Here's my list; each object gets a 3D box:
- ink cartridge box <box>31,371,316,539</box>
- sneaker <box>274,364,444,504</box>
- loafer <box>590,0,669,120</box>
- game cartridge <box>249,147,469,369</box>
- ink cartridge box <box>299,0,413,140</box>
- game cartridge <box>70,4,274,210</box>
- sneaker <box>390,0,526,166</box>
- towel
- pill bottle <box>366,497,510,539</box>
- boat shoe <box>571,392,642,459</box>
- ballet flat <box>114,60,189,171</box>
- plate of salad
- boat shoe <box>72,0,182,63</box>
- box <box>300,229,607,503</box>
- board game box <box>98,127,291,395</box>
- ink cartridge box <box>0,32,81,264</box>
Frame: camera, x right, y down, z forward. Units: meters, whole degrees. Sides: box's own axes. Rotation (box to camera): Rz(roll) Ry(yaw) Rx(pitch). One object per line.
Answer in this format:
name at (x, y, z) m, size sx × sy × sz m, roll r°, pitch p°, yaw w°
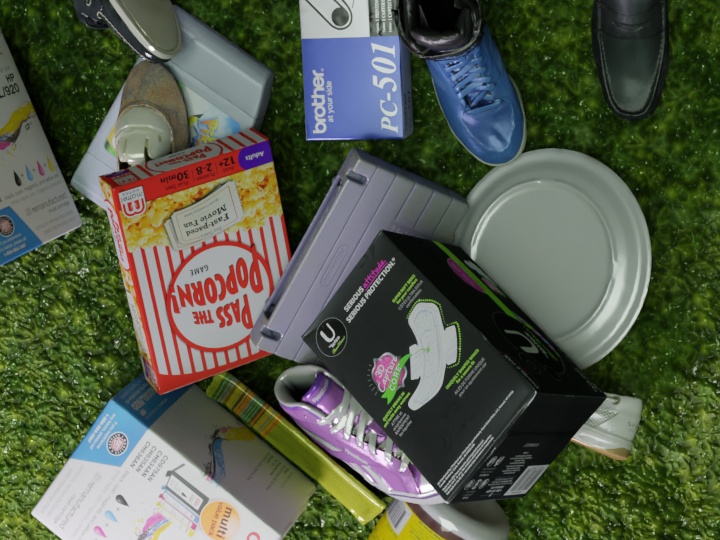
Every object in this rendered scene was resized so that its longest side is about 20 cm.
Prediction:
ink cartridge box at (-0.169, 0.214, 1.564) m, size 0.199 × 0.145 × 0.148 m, roll 38°, pitch 106°, yaw 2°
sneaker at (0.003, 0.141, 1.485) m, size 0.199 × 0.114 × 0.073 m, roll 16°, pitch 69°, yaw 37°
loafer at (0.227, -0.227, 1.421) m, size 0.067 × 0.070 × 0.203 m, roll 0°, pitch 102°, yaw 13°
game cartridge at (0.000, 0.000, 1.508) m, size 0.129 × 0.038 × 0.201 m, roll 20°, pitch 109°, yaw -32°
ink cartridge box at (-0.004, -0.218, 1.489) m, size 0.093 × 0.044 × 0.203 m, roll 0°, pitch 102°, yaw 15°
game cartridge at (-0.169, -0.125, 1.552) m, size 0.133 × 0.040 × 0.201 m, roll 32°, pitch 107°, yaw 1°
sneaker at (0.085, -0.179, 1.442) m, size 0.076 × 0.111 × 0.202 m, roll -16°, pitch 98°, yaw 15°
towel at (-0.062, 0.165, 1.564) m, size 0.199 × 0.086 × 0.018 m, roll 40°, pitch 74°, yaw 2°
pill bottle at (0.046, 0.287, 1.549) m, size 0.109 × 0.109 × 0.201 m, roll 33°, pitch 107°, yaw 4°
boat shoe at (0.159, 0.103, 1.511) m, size 0.198 × 0.071 × 0.070 m, roll 22°, pitch 86°, yaw 14°
ballet flat at (-0.191, -0.086, 1.512) m, size 0.067 × 0.067 × 0.203 m, roll 0°, pitch 102°, yaw 12°
plate of salad at (0.167, -0.006, 1.483) m, size 0.198 × 0.048 × 0.203 m, roll -3°, pitch 85°, yaw 31°
boat shoe at (-0.234, -0.253, 1.511) m, size 0.066 × 0.074 × 0.200 m, roll -45°, pitch 77°, yaw 31°
box at (0.078, 0.081, 1.414) m, size 0.200 × 0.148 × 0.125 m, roll 47°, pitch 109°, yaw 26°
board game box at (-0.138, -0.008, 1.502) m, size 0.150 × 0.046 × 0.202 m, roll -20°, pitch 115°, yaw -20°
ink cartridge box at (-0.381, -0.096, 1.527) m, size 0.143 × 0.147 × 0.202 m, roll -18°, pitch 98°, yaw 28°
